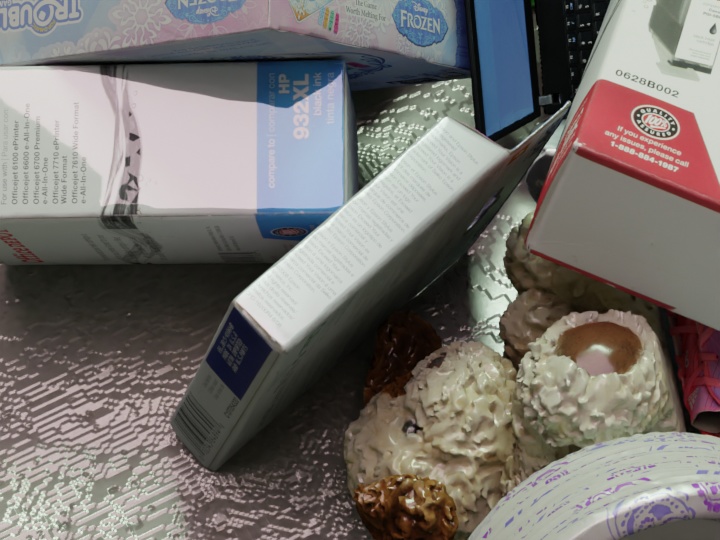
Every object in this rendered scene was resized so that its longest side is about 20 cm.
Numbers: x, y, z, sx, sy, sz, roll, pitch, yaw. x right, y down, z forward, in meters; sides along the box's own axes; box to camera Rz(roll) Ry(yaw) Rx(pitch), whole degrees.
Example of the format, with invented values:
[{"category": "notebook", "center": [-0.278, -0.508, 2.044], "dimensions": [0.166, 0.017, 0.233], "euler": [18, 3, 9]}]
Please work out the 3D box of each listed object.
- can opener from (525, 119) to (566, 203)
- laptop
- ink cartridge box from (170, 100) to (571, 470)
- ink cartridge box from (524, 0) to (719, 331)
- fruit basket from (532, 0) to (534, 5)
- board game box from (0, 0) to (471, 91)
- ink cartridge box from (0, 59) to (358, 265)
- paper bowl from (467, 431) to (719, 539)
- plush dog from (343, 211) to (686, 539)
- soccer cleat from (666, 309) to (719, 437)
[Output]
[{"category": "can opener", "center": [0.189, -0.051, 1.271], "dimensions": [0.198, 0.053, 0.067], "euler": [7, 56, 5]}, {"category": "laptop", "center": [0.133, -0.171, 1.256], "dimensions": [0.199, 0.179, 0.103], "euler": [-8, 11, -15]}, {"category": "ink cartridge box", "center": [0.000, 0.000, 1.153], "dimensions": [0.043, 0.196, 0.200], "euler": [45, 66, 6]}, {"category": "ink cartridge box", "center": [0.179, -0.077, 1.113], "dimensions": [0.146, 0.083, 0.201], "euler": [22, 50, 1]}, {"category": "fruit basket", "center": [0.019, -0.216, 1.346], "dimensions": [0.214, 0.156, 0.216], "euler": [5, 40, -4]}, {"category": "board game box", "center": [-0.067, -0.122, 1.207], "dimensions": [0.199, 0.199, 0.044], "euler": [-3, 87, 34]}, {"category": "ink cartridge box", "center": [-0.102, -0.053, 1.210], "dimensions": [0.198, 0.145, 0.084], "euler": [-1, 82, 2]}, {"category": "paper bowl", "center": [0.129, 0.167, 1.041], "dimensions": [0.199, 0.202, 0.104], "euler": [-13, 23, -7]}, {"category": "plush dog", "center": [0.074, 0.079, 1.153], "dimensions": [0.171, 0.161, 0.200], "euler": [-14, 26, 9]}, {"category": "soccer cleat", "center": [0.185, 0.040, 1.156], "dimensions": [0.073, 0.068, 0.201], "euler": [-19, 59, -13]}]
